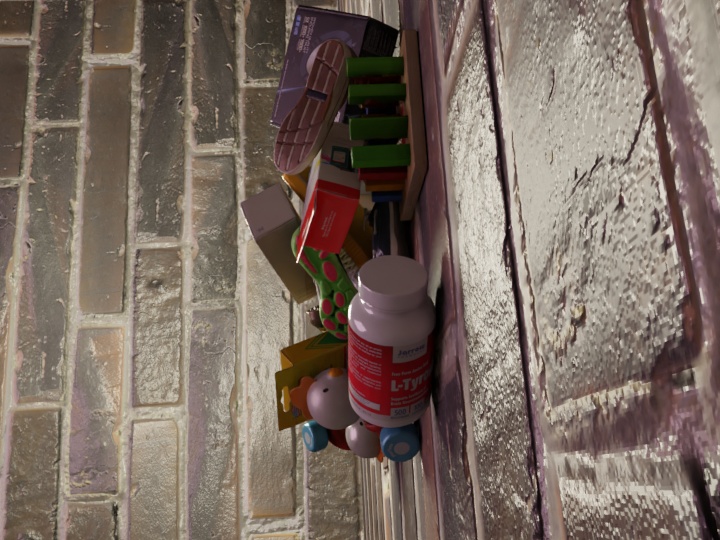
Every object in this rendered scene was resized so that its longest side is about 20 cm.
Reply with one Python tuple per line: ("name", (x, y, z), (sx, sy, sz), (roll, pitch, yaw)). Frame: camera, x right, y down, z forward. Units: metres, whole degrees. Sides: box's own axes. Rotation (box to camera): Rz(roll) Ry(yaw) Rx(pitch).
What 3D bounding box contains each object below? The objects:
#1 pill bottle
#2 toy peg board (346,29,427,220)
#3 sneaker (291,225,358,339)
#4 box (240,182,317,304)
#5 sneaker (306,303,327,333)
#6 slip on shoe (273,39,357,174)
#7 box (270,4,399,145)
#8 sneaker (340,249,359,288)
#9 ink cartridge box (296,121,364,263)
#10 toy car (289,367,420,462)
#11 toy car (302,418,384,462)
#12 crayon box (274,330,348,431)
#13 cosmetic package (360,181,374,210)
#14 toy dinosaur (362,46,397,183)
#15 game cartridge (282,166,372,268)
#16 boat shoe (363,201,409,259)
("pill bottle", (0.039, 0.088, 0.943), (0.113, 0.110, 0.203), (-97, 6, -56))
("toy peg board", (0.029, -0.198, 1.065), (0.199, 0.096, 0.204), (100, 168, -74))
("sneaker", (-0.044, 0.014, 1.189), (0.084, 0.076, 0.203), (-73, -36, -71))
("box", (-0.121, -0.042, 1.271), (0.096, 0.077, 0.201), (63, 180, 37))
("sneaker", (-0.036, 0.093, 1.315), (0.200, 0.066, 0.091), (-30, -77, -78))
("slip on shoe", (-0.060, -0.230, 1.086), (0.060, 0.075, 0.203), (10, -76, -60))
("box", (-0.045, -0.313, 1.225), (0.085, 0.162, 0.203), (2, -72, -51))
("sneaker", (0.000, 0.000, 1.309), (0.200, 0.075, 0.087), (49, 179, 4))
("ink cartridge box", (-0.043, -0.111, 1.105), (0.117, 0.066, 0.202), (113, 166, -47))
("toy car", (-0.013, 0.183, 1.170), (0.185, 0.196, 0.179), (-98, 7, -59))
("toy car", (0.004, 0.305, 1.532), (0.199, 0.182, 0.180), (23, 119, 54))
("crayon box", (-0.062, 0.170, 1.244), (0.051, 0.198, 0.129), (38, 137, 45))
("cosmetic package", (0.015, -0.118, 1.482), (0.202, 0.083, 0.109), (90, 179, -50))
("toy dinosaur", (0.026, -0.233, 1.248), (0.201, 0.103, 0.183), (110, 142, -53))
("game cartridge", (-0.031, -0.094, 1.281), (0.201, 0.032, 0.176), (52, -162, 7))
("boat shoe", (0.039, -0.073, 1.177), (0.075, 0.061, 0.204), (26, -124, -63))
